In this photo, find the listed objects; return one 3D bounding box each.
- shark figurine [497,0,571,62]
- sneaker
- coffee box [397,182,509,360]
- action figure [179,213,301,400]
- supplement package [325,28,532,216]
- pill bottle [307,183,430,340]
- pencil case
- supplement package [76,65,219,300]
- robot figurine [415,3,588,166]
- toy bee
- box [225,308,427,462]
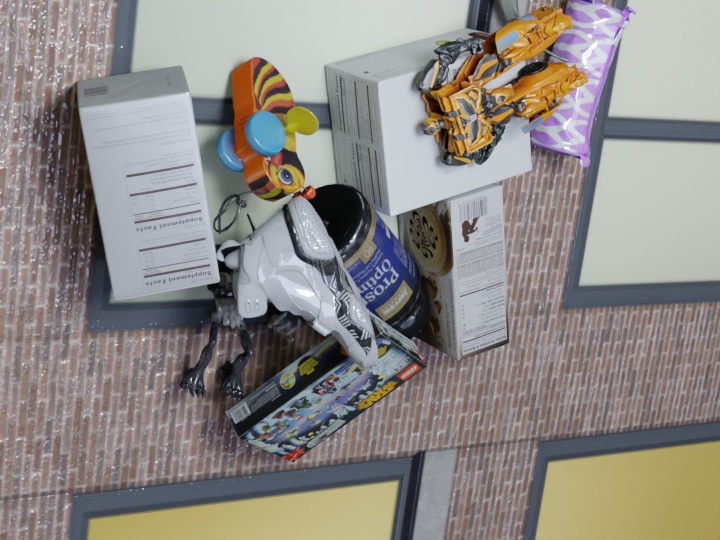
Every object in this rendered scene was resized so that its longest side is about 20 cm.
[{"bbox_3d":[0.190,-0.344,1.697,0.128,0.089,0.215,-12,110,-29],"label":"shark figurine"},{"bbox_3d":[-0.064,0.030,1.529,0.115,0.075,0.200,-25,112,5],"label":"sneaker"},{"bbox_3d":[0.109,-0.010,1.737,0.080,0.113,0.201,-18,116,-28],"label":"coffee box"},{"bbox_3d":[-0.125,0.045,1.607,0.119,0.102,0.201,12,102,-34],"label":"action figure"},{"bbox_3d":[0.078,-0.171,1.662,0.200,0.111,0.156,-19,116,-29],"label":"supplement package"},{"bbox_3d":[0.000,0.000,1.658,0.112,0.112,0.200,-51,137,-9],"label":"pill bottle"},{"bbox_3d":[0.267,-0.233,1.784,0.084,0.085,0.201,-4,112,-61],"label":"pencil case"},{"bbox_3d":[-0.212,-0.088,1.477,0.109,0.114,0.201,-10,112,-8],"label":"supplement package"},{"bbox_3d":[0.150,-0.199,1.595,0.200,0.058,0.145,-35,121,-21],"label":"robot figurine"},{"bbox_3d":[-0.098,-0.116,1.552,0.109,0.131,0.201,25,78,-36],"label":"toy bee"},{"bbox_3d":[-0.036,0.133,1.657,0.200,0.040,0.137,-37,151,10],"label":"box"}]
